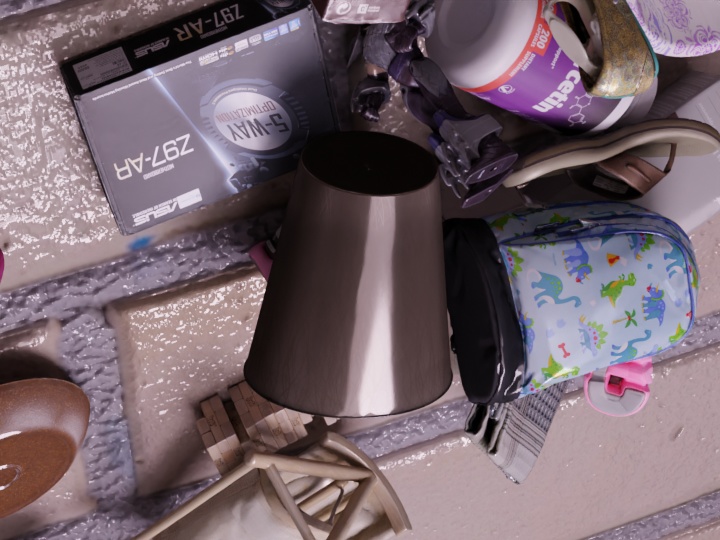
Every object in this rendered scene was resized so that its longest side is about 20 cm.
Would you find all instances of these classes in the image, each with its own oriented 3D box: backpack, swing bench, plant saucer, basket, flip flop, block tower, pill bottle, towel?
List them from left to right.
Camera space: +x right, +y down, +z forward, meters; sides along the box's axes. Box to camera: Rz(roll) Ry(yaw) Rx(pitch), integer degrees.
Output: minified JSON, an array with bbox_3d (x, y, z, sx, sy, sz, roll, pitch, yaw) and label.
[{"bbox_3d":[-0.322,0.170,1.667,0.199,0.037,0.201,-25,153,-14],"label":"plant saucer"},{"bbox_3d":[-0.093,0.254,1.803,0.198,0.130,0.200,-35,170,26],"label":"swing bench"},{"bbox_3d":[-0.056,0.117,1.783,0.199,0.054,0.058,-26,140,-4],"label":"block tower"},{"bbox_3d":[0.000,0.000,1.554,0.179,0.136,0.202,0,121,-12],"label":"basket"},{"bbox_3d":[0.167,0.098,1.797,0.194,0.034,0.200,-64,157,-9],"label":"towel"},{"bbox_3d":[0.153,-0.177,1.557,0.199,0.113,0.113,19,121,-41],"label":"pill bottle"},{"bbox_3d":[0.184,0.017,1.592,0.199,0.153,0.165,-13,99,-27],"label":"backpack"},{"bbox_3d":[0.208,-0.084,1.578,0.198,0.058,0.081,-12,173,-24],"label":"flip flop"}]

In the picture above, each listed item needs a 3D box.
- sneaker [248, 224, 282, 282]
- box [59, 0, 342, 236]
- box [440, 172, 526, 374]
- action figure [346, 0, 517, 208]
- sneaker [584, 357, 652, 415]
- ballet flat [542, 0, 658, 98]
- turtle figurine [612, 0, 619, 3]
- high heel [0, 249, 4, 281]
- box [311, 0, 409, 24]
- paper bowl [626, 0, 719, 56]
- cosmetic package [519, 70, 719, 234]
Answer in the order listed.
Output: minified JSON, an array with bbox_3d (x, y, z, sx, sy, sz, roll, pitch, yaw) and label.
[{"bbox_3d":[-0.001,-0.007,1.682,0.199,0.079,0.096,21,108,-43],"label":"sneaker"},{"bbox_3d":[-0.122,-0.128,1.506,0.199,0.044,0.161,-22,139,-9],"label":"box"},{"bbox_3d":[0.105,-0.001,1.741,0.082,0.069,0.201,-19,139,-11],"label":"box"},{"bbox_3d":[0.044,-0.147,1.473,0.069,0.201,0.130,-29,163,-24],"label":"action figure"},{"bbox_3d":[0.269,0.038,1.869,0.078,0.095,0.202,18,111,9],"label":"sneaker"},{"bbox_3d":[0.161,-0.221,1.456,0.070,0.201,0.071,-22,168,-5],"label":"ballet flat"},{"bbox_3d":[0.150,-0.301,1.372,0.143,0.200,0.195,28,84,-15],"label":"turtle figurine"},{"bbox_3d":[-0.343,0.054,1.574,0.200,0.067,0.096,-47,164,15],"label":"high heel"},{"bbox_3d":[0.012,-0.289,1.376,0.074,0.100,0.201,-4,134,-26],"label":"box"},{"bbox_3d":[0.268,-0.281,1.518,0.199,0.105,0.202,-17,137,-17],"label":"paper bowl"},{"bbox_3d":[0.253,-0.079,1.690,0.199,0.090,0.107,-37,105,-5],"label":"cosmetic package"}]
